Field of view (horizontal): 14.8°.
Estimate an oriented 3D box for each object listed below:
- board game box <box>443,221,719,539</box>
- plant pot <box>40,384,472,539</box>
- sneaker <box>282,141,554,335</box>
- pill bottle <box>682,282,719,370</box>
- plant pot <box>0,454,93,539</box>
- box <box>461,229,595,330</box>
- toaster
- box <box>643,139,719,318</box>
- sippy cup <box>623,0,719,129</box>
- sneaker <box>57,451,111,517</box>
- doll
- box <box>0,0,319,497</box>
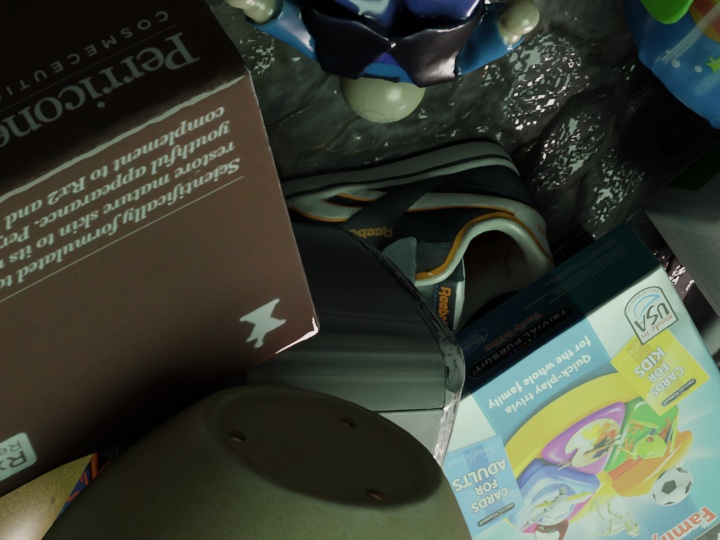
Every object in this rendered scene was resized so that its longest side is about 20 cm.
[{"bbox_3d":[0.114,0.096,1.351,0.151,0.047,0.200,-34,126,-1],"label":"board game box"},{"bbox_3d":[-0.033,0.122,1.019,0.200,0.200,0.135,-1,117,-39],"label":"plant pot"},{"bbox_3d":[0.000,0.000,1.308,0.199,0.080,0.079,-19,144,-19],"label":"sneaker"},{"bbox_3d":[0.274,0.057,1.483,0.114,0.200,0.114,-52,-173,9],"label":"pill bottle"},{"bbox_3d":[-0.220,0.106,1.190,0.200,0.186,0.187,-40,148,-15],"label":"plant pot"},{"bbox_3d":[0.094,0.115,1.491,0.196,0.124,0.200,-36,146,-1],"label":"box"},{"bbox_3d":[-0.043,0.044,1.199,0.129,0.200,0.114,3,114,-27],"label":"toaster"},{"bbox_3d":[0.281,-0.012,1.334,0.199,0.200,0.171,-38,-172,-3],"label":"box"},{"bbox_3d":[0.194,-0.136,1.265,0.177,0.140,0.130,27,128,-27],"label":"sippy cup"},{"bbox_3d":[-0.114,0.109,1.262,0.078,0.200,0.076,25,84,-37],"label":"sneaker"},{"bbox_3d":[0.008,-0.111,1.164,0.136,0.049,0.200,4,165,2],"label":"doll"},{"bbox_3d":[-0.139,-0.053,1.016,0.165,0.200,0.164,-28,146,-10],"label":"box"}]
